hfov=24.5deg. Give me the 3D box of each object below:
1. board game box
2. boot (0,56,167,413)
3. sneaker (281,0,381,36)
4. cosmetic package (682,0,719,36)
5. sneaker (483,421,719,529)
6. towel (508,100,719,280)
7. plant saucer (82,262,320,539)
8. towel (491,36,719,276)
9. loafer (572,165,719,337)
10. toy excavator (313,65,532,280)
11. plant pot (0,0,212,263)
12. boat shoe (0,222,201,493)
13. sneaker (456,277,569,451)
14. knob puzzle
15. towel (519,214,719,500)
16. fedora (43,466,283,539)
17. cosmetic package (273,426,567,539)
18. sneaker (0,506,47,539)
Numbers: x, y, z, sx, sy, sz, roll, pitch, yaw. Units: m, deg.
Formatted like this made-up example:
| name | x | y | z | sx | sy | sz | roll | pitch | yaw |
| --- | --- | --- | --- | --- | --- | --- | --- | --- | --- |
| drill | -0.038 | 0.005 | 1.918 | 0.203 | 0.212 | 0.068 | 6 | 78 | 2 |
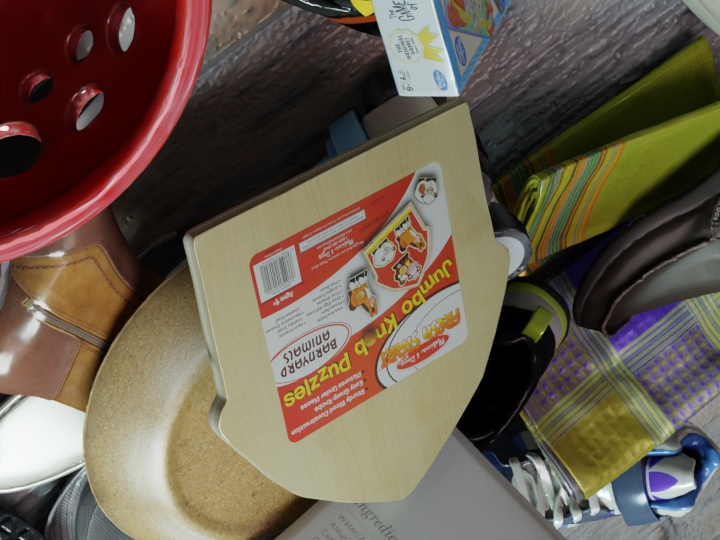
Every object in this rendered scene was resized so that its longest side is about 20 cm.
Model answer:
| name | x | y | z | sx | sy | sz | roll | pitch | yaw |
| --- | --- | --- | --- | --- | --- | --- | --- | --- | --- |
| board game box | 0.032 | -0.204 | 0.793 | 0.135 | 0.034 | 0.201 | -59 | 142 | -42 |
| boot | -0.106 | 0.004 | 0.861 | 0.199 | 0.068 | 0.189 | 26 | 97 | -32 |
| sneaker | 0.001 | -0.150 | 0.851 | 0.199 | 0.090 | 0.070 | 14 | 115 | -41 |
| cosmetic package | 0.212 | -0.209 | 0.956 | 0.104 | 0.087 | 0.200 | -50 | 137 | 9 |
| sneaker | 0.159 | 0.143 | 1.159 | 0.199 | 0.146 | 0.081 | -8 | 86 | -39 |
| towel | 0.169 | -0.056 | 1.029 | 0.199 | 0.018 | 0.086 | -22 | 150 | -31 |
| plant saucer | -0.053 | 0.075 | 0.898 | 0.199 | 0.035 | 0.202 | -19 | 126 | -28 |
| towel | 0.153 | -0.064 | 1.073 | 0.199 | 0.018 | 0.086 | -35 | 138 | -7 |
| loafer | 0.223 | -0.016 | 1.059 | 0.200 | 0.072 | 0.073 | -39 | 161 | 13 |
| toy excavator | 0.000 | 0.000 | 0.989 | 0.199 | 0.100 | 0.195 | -30 | 139 | 9 |
| plant pot | -0.183 | -0.129 | 0.669 | 0.199 | 0.183 | 0.202 | -19 | 134 | -21 |
| boat shoe | -0.145 | 0.049 | 0.942 | 0.200 | 0.057 | 0.067 | -39 | 121 | 5 |
| sneaker | 0.058 | 0.085 | 1.054 | 0.071 | 0.083 | 0.201 | 32 | 121 | -1 |
| knob puzzle | -0.002 | 0.032 | 0.864 | 0.218 | 0.030 | 0.222 | -15 | 115 | -36 |
| towel | 0.182 | 0.047 | 1.125 | 0.199 | 0.144 | 0.023 | -34 | -179 | -11 |
| fedora | -0.102 | 0.177 | 1.023 | 0.175 | 0.091 | 0.201 | 1 | 130 | -23 |
| cosmetic package | 0.027 | 0.221 | 0.953 | 0.200 | 0.165 | 0.165 | -40 | 157 | -13 |
| sneaker | -0.213 | 0.233 | 1.029 | 0.072 | 0.082 | 0.201 | -43 | 121 | -41 |
